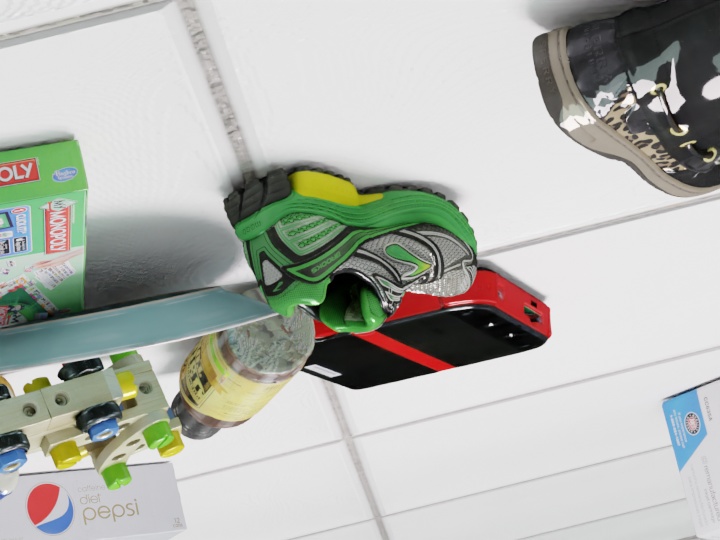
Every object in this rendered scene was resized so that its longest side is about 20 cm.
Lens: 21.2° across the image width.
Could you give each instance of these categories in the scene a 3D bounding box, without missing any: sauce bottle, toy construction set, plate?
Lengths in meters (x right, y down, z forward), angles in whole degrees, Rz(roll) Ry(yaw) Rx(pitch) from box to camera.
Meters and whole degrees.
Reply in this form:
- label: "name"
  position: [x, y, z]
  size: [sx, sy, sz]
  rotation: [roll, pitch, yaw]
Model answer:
- label: "sauce bottle"
  position: [-0.087, 0.071, 1.304]
  size: [0.065, 0.065, 0.200]
  rotation: [-7, 161, -23]
- label: "toy construction set"
  position: [-0.201, 0.112, 1.220]
  size: [0.200, 0.092, 0.131]
  rotation: [-33, 168, -29]
- label: "plate"
  position: [-0.146, 0.033, 1.129]
  size: [0.200, 0.026, 0.200]
  rotation: [-12, -178, 0]

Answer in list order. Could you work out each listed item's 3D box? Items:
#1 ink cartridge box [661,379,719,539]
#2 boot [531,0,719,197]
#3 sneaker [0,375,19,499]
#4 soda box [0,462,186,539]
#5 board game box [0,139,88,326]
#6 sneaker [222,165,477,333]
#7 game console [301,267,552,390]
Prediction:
- label: "ink cartridge box"
  position: [0.414, 0.167, 1.896]
  size: [0.086, 0.147, 0.200]
  rotation: [6, 154, -45]
- label: "boot"
  position: [0.193, -0.102, 0.950]
  size: [0.150, 0.073, 0.200]
  rotation: [-24, 156, 32]
- label: "sneaker"
  position: [-0.314, 0.120, 1.241]
  size: [0.200, 0.088, 0.075]
  rotation: [-6, 164, -22]
- label: "soda box"
  position: [-0.252, 0.208, 1.633]
  size: [0.200, 0.064, 0.068]
  rotation: [-2, 159, -39]
- label: "board game box"
  position: [-0.210, -0.008, 1.000]
  size: [0.134, 0.029, 0.200]
  rotation: [-11, 164, -13]
- label: "sneaker"
  position: [0.000, 0.000, 1.101]
  size: [0.078, 0.085, 0.200]
  rotation: [-25, 161, 35]
- label: "game console"
  position: [0.036, 0.044, 1.395]
  size: [0.177, 0.031, 0.200]
  rotation: [-14, 164, 18]
